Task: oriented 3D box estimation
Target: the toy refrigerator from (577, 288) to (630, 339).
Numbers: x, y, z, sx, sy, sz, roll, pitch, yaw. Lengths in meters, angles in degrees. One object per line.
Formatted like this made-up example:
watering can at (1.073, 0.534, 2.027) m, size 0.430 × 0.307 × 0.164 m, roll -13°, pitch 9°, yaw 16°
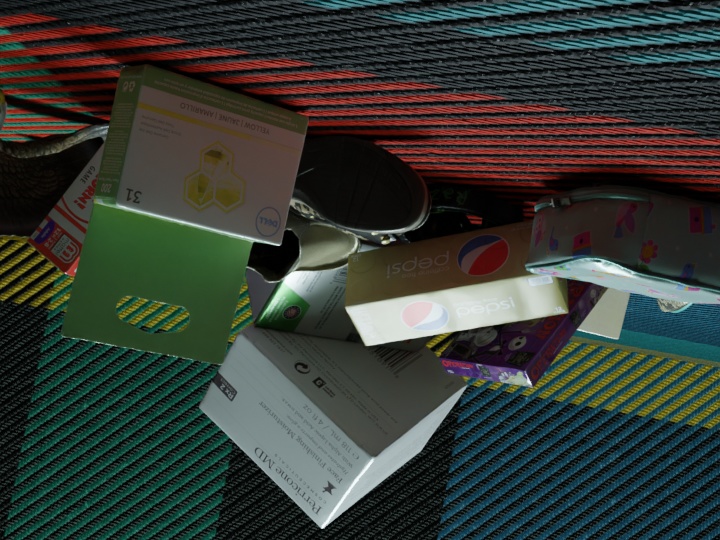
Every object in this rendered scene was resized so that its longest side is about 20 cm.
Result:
toy refrigerator at (0.221, 0.028, 1.648) m, size 0.200 × 0.070 × 0.076 m, roll 13°, pitch -170°, yaw 5°

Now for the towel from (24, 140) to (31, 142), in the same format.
towel at (-0.253, -0.109, 1.489) m, size 0.200 × 0.023 × 0.144 m, roll 9°, pitch 175°, yaw 10°

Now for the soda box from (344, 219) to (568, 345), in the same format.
soda box at (0.088, 0.011, 1.256) m, size 0.200 × 0.068 × 0.064 m, roll -10°, pitch 138°, yaw 16°

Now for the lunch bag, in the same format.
lunch bag at (0.243, -0.020, 1.134) m, size 0.200 × 0.077 × 0.160 m, roll 12°, pitch 176°, yaw -17°

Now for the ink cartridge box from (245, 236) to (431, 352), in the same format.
ink cartridge box at (0.000, 0.000, 1.426) m, size 0.200 × 0.083 × 0.147 m, roll 12°, pitch 132°, yaw -27°

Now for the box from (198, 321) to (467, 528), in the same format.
box at (-0.029, 0.136, 1.480) m, size 0.199 × 0.131 × 0.200 m, roll 42°, pitch -142°, yaw 14°

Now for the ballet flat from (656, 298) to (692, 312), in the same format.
ballet flat at (0.323, -0.006, 1.297) m, size 0.075 × 0.068 × 0.200 m, roll 33°, pitch 165°, yaw -10°

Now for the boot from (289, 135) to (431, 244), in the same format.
boot at (0.001, -0.064, 1.158) m, size 0.200 × 0.073 × 0.151 m, roll 12°, pitch 176°, yaw 34°

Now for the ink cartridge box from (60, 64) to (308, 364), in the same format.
ink cartridge box at (-0.127, -0.035, 0.996) m, size 0.145 × 0.200 × 0.048 m, roll 14°, pitch 176°, yaw -37°

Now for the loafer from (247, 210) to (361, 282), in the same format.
loafer at (-0.070, -0.023, 1.246) m, size 0.200 × 0.068 × 0.076 m, roll 9°, pitch 135°, yaw -47°

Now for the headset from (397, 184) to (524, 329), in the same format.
headset at (0.107, -0.016, 1.320) m, size 0.123 × 0.094 × 0.200 m, roll 0°, pitch 157°, yaw 28°

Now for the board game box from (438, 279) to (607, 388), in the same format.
board game box at (0.183, 0.039, 1.412) m, size 0.120 × 0.200 × 0.032 m, roll 9°, pitch 136°, yaw 44°

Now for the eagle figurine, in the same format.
eagle figurine at (-0.317, -0.094, 1.200) m, size 0.200 × 0.152 × 0.151 m, roll 17°, pitch 153°, yaw -16°

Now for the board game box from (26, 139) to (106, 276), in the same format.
board game box at (-0.185, -0.058, 1.158) m, size 0.046 × 0.152 × 0.200 m, roll 38°, pitch -178°, yaw 12°

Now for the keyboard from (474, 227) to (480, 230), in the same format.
keyboard at (0.182, -0.015, 1.568) m, size 0.200 × 0.040 × 0.104 m, roll 12°, pitch 176°, yaw -30°
